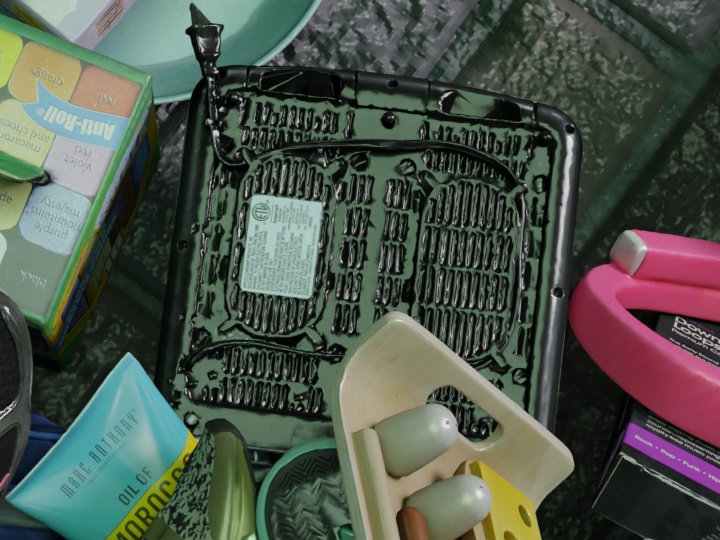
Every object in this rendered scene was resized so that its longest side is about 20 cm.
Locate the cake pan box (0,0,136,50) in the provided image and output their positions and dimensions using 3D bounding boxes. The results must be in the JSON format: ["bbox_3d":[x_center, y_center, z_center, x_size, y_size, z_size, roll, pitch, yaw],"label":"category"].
[{"bbox_3d":[-0.140,-0.228,1.306,0.184,0.052,0.200,41,80,2],"label":"cake pan box"}]

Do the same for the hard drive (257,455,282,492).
[{"bbox_3d":[-0.032,0.079,1.303,0.139,0.033,0.200,19,79,0],"label":"hard drive"}]

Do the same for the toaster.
[{"bbox_3d":[0.000,0.000,1.241,0.180,0.119,0.201,7,80,-3],"label":"toaster"}]

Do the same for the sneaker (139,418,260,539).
[{"bbox_3d":[-0.104,0.149,1.117,0.088,0.077,0.200,22,94,-21],"label":"sneaker"}]

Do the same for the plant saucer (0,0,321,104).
[{"bbox_3d":[-0.107,-0.174,1.341,0.199,0.036,0.201,1,79,-3],"label":"plant saucer"}]

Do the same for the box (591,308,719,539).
[{"bbox_3d":[0.184,0.088,1.241,0.143,0.200,0.036,28,114,2],"label":"box"}]

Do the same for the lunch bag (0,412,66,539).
[{"bbox_3d":[-0.206,0.099,1.208,0.136,0.200,0.133,13,90,-20],"label":"lunch bag"}]

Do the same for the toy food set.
[{"bbox_3d":[0.062,0.126,1.052,0.060,0.143,0.200,-28,49,21],"label":"toy food set"}]

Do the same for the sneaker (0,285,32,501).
[{"bbox_3d":[-0.174,0.097,1.064,0.079,0.095,0.200,23,82,-17],"label":"sneaker"}]

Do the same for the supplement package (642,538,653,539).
[{"bbox_3d":[0.129,0.239,1.200,0.147,0.200,0.192,28,79,2],"label":"supplement package"}]

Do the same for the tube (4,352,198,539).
[{"bbox_3d":[-0.072,0.119,1.187,0.050,0.200,0.078,23,70,46],"label":"tube"}]

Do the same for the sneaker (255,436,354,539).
[{"bbox_3d":[0.021,0.166,1.133,0.078,0.140,0.201,-14,83,8],"label":"sneaker"}]

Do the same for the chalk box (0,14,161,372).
[{"bbox_3d":[-0.169,-0.044,1.230,0.125,0.200,0.124,23,79,0],"label":"chalk box"}]

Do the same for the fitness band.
[{"bbox_3d":[0.186,0.038,1.258,0.200,0.144,0.037,8,119,-37],"label":"fitness band"}]
